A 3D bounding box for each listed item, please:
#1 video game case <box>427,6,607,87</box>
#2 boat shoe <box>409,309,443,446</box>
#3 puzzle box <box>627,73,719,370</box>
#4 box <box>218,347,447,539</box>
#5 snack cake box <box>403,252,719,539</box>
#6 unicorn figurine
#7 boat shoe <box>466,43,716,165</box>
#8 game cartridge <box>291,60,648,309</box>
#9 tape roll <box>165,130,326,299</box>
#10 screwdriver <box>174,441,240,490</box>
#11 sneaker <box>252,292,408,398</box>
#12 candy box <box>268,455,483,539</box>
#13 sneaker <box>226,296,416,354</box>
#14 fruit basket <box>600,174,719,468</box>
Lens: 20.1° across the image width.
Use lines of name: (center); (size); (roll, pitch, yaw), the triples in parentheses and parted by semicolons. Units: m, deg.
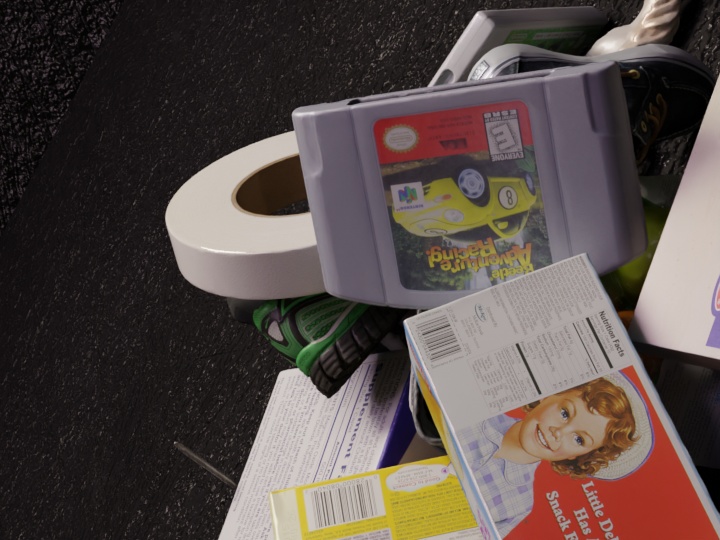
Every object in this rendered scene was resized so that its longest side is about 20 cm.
video game case: (0.090, -0.118, 1.511); (0.182, 0.022, 0.200); (-55, -19, 24)
boat shoe: (0.067, 0.012, 1.270); (0.068, 0.074, 0.200); (-3, -70, -68)
puzzle box: (0.239, -0.035, 1.130); (0.133, 0.025, 0.200); (13, 75, 37)
box: (0.001, 0.161, 1.395); (0.200, 0.105, 0.184); (-14, 51, 59)
snack cake box: (0.112, 0.101, 1.116); (0.067, 0.115, 0.200); (78, 171, -56)
unicorn figurine: (0.177, -0.139, 1.449); (0.137, 0.074, 0.200); (-31, 52, 44)
boat shoe: (0.165, -0.092, 1.283); (0.091, 0.200, 0.071); (52, 132, 40)
game cartridge: (0.065, -0.045, 1.201); (0.200, 0.133, 0.041); (-7, 16, 18)
tape roll: (-0.030, -0.044, 1.357); (0.203, 0.203, 0.037); (-113, 8, -64)
screwdriver: (-0.071, 0.177, 1.489); (0.029, 0.200, 0.028); (-38, 36, 25)
sneaker: (0.000, 0.000, 1.368); (0.078, 0.085, 0.200); (-53, -5, 37)
candy box: (0.047, 0.161, 1.245); (0.026, 0.200, 0.102); (77, -178, -48)
sneaker: (-0.010, 0.026, 1.464); (0.085, 0.200, 0.075); (-17, 58, 44)
fruit basket: (0.190, 0.027, 1.216); (0.200, 0.094, 0.185); (5, 70, 52)
